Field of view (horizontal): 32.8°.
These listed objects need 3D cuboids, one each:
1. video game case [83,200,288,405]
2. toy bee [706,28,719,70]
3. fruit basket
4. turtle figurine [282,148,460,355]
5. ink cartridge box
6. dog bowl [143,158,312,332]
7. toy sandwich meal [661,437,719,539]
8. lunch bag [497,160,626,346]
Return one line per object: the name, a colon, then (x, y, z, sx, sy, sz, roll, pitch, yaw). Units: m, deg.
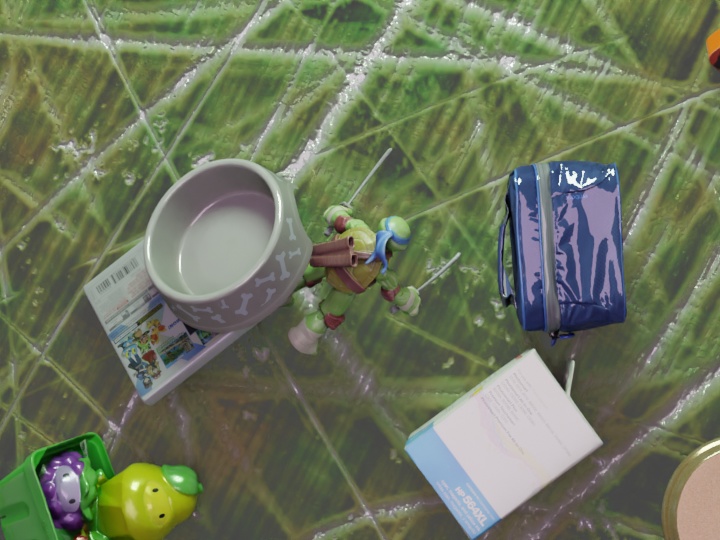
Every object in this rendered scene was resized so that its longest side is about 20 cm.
video game case: (-0.203, 0.026, 1.400, 0.200, 0.022, 0.183, -37, 58, 3)
toy bee: (0.477, -0.273, 1.322, 0.108, 0.200, 0.131, 29, 62, -15)
fruit basket: (-0.287, 0.282, 1.383, 0.215, 0.155, 0.217, 2, 95, 22)
turtle figurine: (0.000, 0.000, 1.392, 0.194, 0.200, 0.144, -36, 108, 23)
ink cartridge box: (0.166, 0.177, 1.339, 0.200, 0.129, 0.125, -36, 85, 4)
dog bowl: (-0.151, -0.034, 1.351, 0.199, 0.059, 0.201, -12, 61, 22)
toy sandwich meal: (0.422, 0.280, 1.344, 0.204, 0.070, 0.206, -1, 83, 6)
lunch bag: (0.215, -0.018, 1.338, 0.132, 0.136, 0.201, -3, 89, 6)
